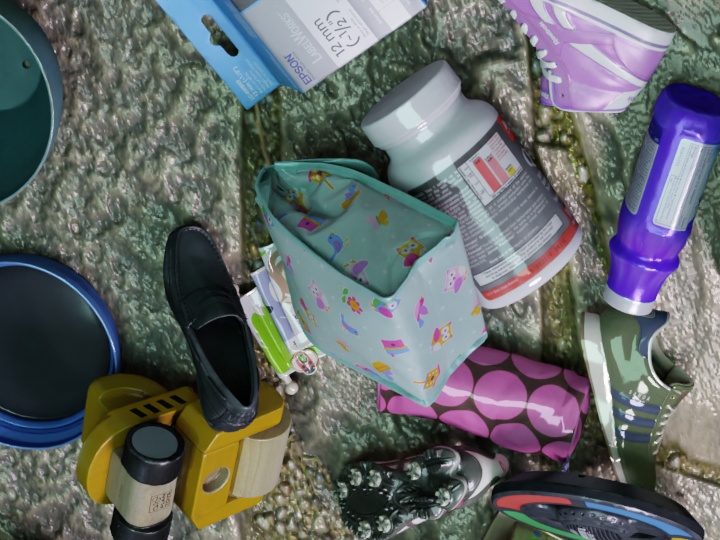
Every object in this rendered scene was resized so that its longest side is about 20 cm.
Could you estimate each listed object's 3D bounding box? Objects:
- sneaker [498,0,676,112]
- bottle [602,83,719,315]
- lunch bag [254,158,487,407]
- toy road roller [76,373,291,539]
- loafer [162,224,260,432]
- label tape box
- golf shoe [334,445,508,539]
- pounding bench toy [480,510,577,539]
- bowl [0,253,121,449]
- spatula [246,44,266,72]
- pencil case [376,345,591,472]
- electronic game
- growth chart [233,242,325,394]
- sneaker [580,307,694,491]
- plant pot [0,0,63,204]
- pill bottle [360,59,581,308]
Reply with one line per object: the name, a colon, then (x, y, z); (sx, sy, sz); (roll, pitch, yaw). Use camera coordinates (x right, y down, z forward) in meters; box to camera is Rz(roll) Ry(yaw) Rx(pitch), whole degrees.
sneaker: (0.157, -0.202, 1.596); (0.199, 0.073, 0.115); (28, 118, -2)
bottle: (0.263, -0.059, 1.628); (0.065, 0.084, 0.202); (16, 114, 2)
lunch bag: (0.000, 0.000, 1.631); (0.199, 0.122, 0.171); (29, 154, 34)
toy road roller: (-0.179, 0.160, 1.775); (0.146, 0.199, 0.124); (44, 136, 34)
loafer: (-0.132, 0.047, 1.710); (0.070, 0.068, 0.202); (-45, 57, 58)
label tape box: (-0.063, -0.234, 1.603); (0.199, 0.066, 0.144); (-34, 114, 14)
golf shoe: (0.055, 0.211, 1.773); (0.199, 0.088, 0.078); (-18, 81, 49)
pounding bench toy: (0.188, 0.350, 1.775); (0.199, 0.156, 0.125); (26, 115, -2)
bowl: (-0.327, 0.078, 1.818); (0.199, 0.039, 0.202); (4, 113, 9)
spatula: (-0.065, -0.266, 1.635); (0.056, 0.021, 0.201); (17, 116, -4)
pencil case: (0.112, 0.120, 1.734); (0.198, 0.091, 0.094); (18, 149, 5)
electronic game: (0.218, 0.227, 1.717); (0.198, 0.200, 0.042); (12, 74, 5)
growth chart: (-0.030, 0.013, 1.749); (0.199, 0.018, 0.145); (-32, 103, 20)
sneaker: (0.265, 0.123, 1.713); (0.089, 0.067, 0.202); (-12, 111, 13)
plant pot: (-0.349, -0.170, 1.664); (0.198, 0.135, 0.202); (4, 114, 9)
pill bottle: (0.095, -0.076, 1.634); (0.115, 0.116, 0.201); (-32, 104, 21)
